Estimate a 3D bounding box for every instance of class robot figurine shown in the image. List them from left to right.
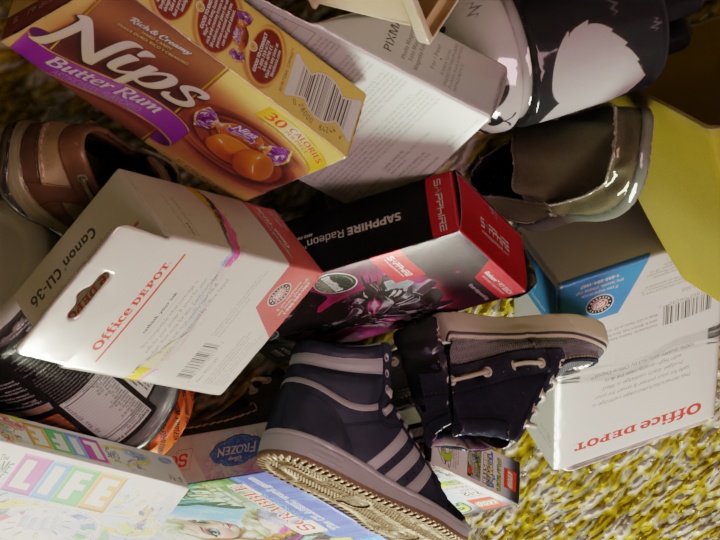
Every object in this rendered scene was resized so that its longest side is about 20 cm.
[{"bbox_3d":[0.130,-0.164,1.739,0.200,0.125,0.151,-18,113,-18],"label":"robot figurine"}]

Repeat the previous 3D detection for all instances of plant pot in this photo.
[{"bbox_3d":[0.301,-0.074,1.832,0.200,0.200,0.177,-19,113,-16],"label":"plant pot"}]

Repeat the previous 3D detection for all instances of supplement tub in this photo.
[{"bbox_3d":[-0.204,0.051,1.730,0.122,0.123,0.200,-39,137,5],"label":"supplement tub"}]

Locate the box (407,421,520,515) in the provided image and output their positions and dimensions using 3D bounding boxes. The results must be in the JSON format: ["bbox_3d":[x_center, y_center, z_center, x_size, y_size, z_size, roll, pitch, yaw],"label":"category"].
[{"bbox_3d":[0.009,0.161,1.940,0.200,0.035,0.110,-16,149,37],"label":"box"}]

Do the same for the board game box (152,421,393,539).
[{"bbox_3d":[-0.082,0.176,1.893,0.199,0.041,0.200,-12,149,35],"label":"board game box"}]

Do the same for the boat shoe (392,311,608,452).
[{"bbox_3d":[0.107,0.083,1.833,0.200,0.093,0.075,2,161,-42],"label":"boat shoe"}]

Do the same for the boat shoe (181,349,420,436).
[{"bbox_3d":[-0.054,0.101,1.911,0.200,0.074,0.060,-10,88,-13],"label":"boat shoe"}]

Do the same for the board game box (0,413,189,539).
[{"bbox_3d":[-0.229,0.163,1.697,0.200,0.034,0.135,18,115,-41],"label":"board game box"}]

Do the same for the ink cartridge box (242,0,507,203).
[{"bbox_3d":[-0.029,-0.123,1.672,0.200,0.057,0.163,30,146,-13],"label":"ink cartridge box"}]

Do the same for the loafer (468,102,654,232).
[{"bbox_3d":[0.139,-0.071,1.811,0.070,0.075,0.200,14,161,-22],"label":"loafer"}]

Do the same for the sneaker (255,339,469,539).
[{"bbox_3d":[0.014,0.118,1.803,0.070,0.109,0.200,-10,149,42],"label":"sneaker"}]

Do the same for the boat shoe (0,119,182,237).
[{"bbox_3d":[-0.152,-0.043,1.656,0.074,0.076,0.200,-9,160,27],"label":"boat shoe"}]

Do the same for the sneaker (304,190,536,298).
[{"bbox_3d":[0.037,-0.011,1.870,0.200,0.075,0.079,16,129,-30],"label":"sneaker"}]

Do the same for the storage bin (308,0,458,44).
[{"bbox_3d":[0.023,-0.281,1.538,0.199,0.094,0.200,-57,143,-26],"label":"storage bin"}]

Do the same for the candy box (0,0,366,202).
[{"bbox_3d":[-0.109,-0.127,1.604,0.200,0.057,0.117,35,145,-30],"label":"candy box"}]

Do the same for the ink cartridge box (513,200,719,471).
[{"bbox_3d":[0.198,0.041,1.992,0.146,0.086,0.200,-18,135,-16],"label":"ink cartridge box"}]

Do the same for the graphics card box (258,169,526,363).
[{"bbox_3d":[0.000,0.000,1.756,0.200,0.051,0.125,-15,155,19],"label":"graphics card box"}]

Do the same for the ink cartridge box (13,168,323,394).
[{"bbox_3d":[-0.132,0.006,1.618,0.117,0.068,0.200,-49,148,18],"label":"ink cartridge box"}]
